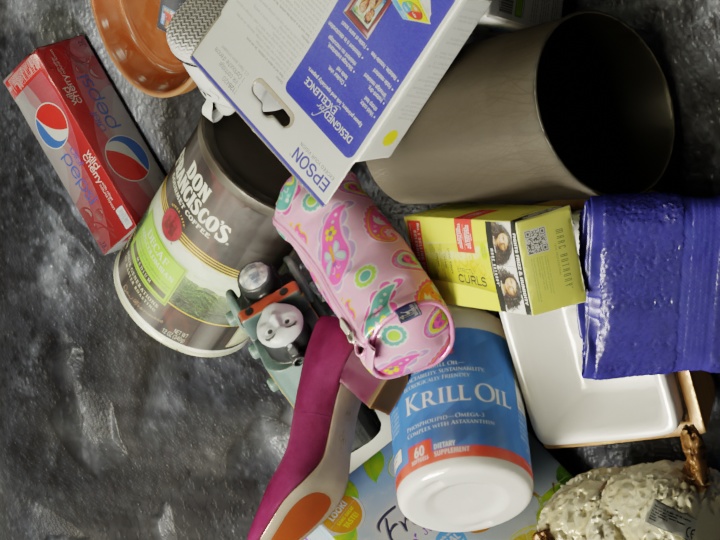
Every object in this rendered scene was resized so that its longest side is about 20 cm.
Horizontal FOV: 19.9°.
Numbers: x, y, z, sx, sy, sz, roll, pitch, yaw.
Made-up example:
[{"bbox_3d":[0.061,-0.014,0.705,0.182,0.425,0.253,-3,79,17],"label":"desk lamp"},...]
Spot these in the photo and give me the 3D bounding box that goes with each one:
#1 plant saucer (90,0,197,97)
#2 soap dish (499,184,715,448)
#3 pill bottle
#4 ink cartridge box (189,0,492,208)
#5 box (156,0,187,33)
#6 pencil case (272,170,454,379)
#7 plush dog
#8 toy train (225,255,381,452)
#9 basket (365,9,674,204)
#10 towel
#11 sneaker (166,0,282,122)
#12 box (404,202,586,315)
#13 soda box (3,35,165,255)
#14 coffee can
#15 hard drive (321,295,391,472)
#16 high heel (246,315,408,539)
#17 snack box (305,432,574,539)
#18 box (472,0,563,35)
[{"bbox_3d":[-0.182,-0.258,1.858,0.200,0.032,0.202,21,117,48],"label":"plant saucer"},{"bbox_3d":[0.191,0.036,1.632,0.157,0.081,0.201,-10,99,42],"label":"soap dish"},{"bbox_3d":[0.077,0.101,1.679,0.112,0.112,0.201,-42,41,41],"label":"pill bottle"},{"bbox_3d":[-0.018,-0.184,1.569,0.198,0.047,0.201,49,117,31],"label":"ink cartridge box"},{"bbox_3d":[-0.097,-0.300,1.718,0.038,0.136,0.201,31,123,30],"label":"box"},{"bbox_3d":[0.000,0.000,1.644,0.200,0.087,0.088,57,137,41],"label":"pencil case"},{"bbox_3d":[0.212,0.199,1.601,0.171,0.199,0.162,-4,104,49],"label":"plush dog"},{"bbox_3d":[-0.047,0.075,1.760,0.114,0.085,0.200,60,179,40],"label":"toy train"},{"bbox_3d":[0.108,-0.115,1.569,0.199,0.180,0.137,-5,78,41],"label":"basket"},{"bbox_3d":[0.258,0.006,1.519,0.198,0.050,0.149,-2,117,-2],"label":"towel"},{"bbox_3d":[-0.071,-0.210,1.725,0.075,0.200,0.115,38,157,32],"label":"sneaker"},{"bbox_3d":[0.100,-0.011,1.569,0.200,0.050,0.076,-170,67,-67],"label":"box"},{"bbox_3d":[-0.255,-0.121,1.964,0.063,0.070,0.201,-36,82,43],"label":"soda box"},{"bbox_3d":[-0.115,-0.040,1.823,0.147,0.146,0.200,49,131,16],"label":"coffee can"},{"bbox_3d":[0.026,0.124,1.843,0.131,0.026,0.202,11,113,38],"label":"hard drive"},{"bbox_3d":[-0.047,0.136,1.662,0.096,0.067,0.200,36,88,36],"label":"high heel"},{"bbox_3d":[0.076,0.213,1.712,0.169,0.200,0.068,45,151,19],"label":"snack box"},{"bbox_3d":[0.055,-0.248,1.611,0.199,0.101,0.113,8,90,39],"label":"box"}]
